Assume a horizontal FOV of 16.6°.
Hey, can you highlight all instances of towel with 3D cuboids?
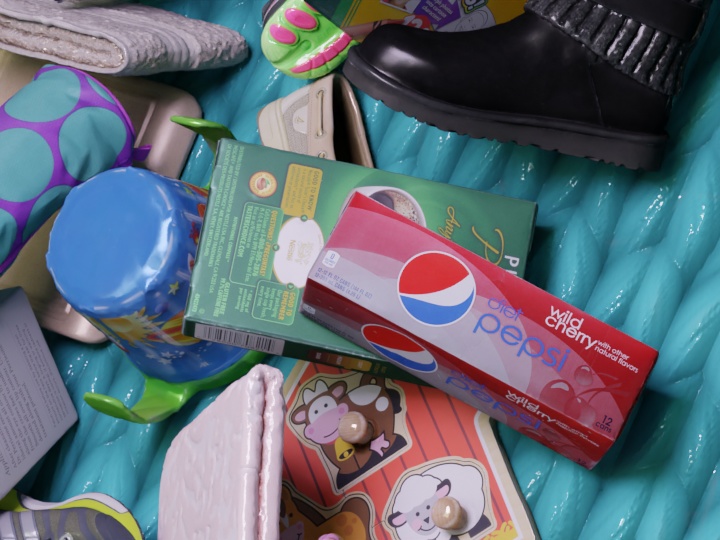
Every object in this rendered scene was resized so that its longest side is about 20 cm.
[{"bbox_3d":[-0.188,-0.167,1.692,0.199,0.132,0.035,16,107,35],"label":"towel"},{"bbox_3d":[-0.086,0.171,1.488,0.200,0.032,0.192,139,135,-64],"label":"towel"}]

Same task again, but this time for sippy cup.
[{"bbox_3d":[-0.129,-0.003,1.582,0.139,0.130,0.178,-25,65,18],"label":"sippy cup"}]

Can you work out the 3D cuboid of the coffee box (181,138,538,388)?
[{"bbox_3d":[0.000,0.000,1.491,0.199,0.044,0.123,10,70,-2],"label":"coffee box"}]

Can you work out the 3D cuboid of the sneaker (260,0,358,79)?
[{"bbox_3d":[0.012,-0.208,1.609,0.200,0.077,0.084,-34,32,1],"label":"sneaker"}]

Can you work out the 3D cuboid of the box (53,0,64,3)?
[{"bbox_3d":[-0.141,-0.305,1.680,0.182,0.104,0.200,-20,33,24],"label":"box"}]

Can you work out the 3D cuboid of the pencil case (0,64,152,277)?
[{"bbox_3d":[-0.233,-0.044,1.600,0.092,0.085,0.200,42,66,0],"label":"pencil case"}]

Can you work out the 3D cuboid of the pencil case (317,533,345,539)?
[{"bbox_3d":[0.048,0.219,1.409,0.199,0.086,0.083,20,97,27],"label":"pencil case"}]

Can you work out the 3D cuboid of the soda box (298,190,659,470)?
[{"bbox_3d":[0.066,0.035,1.425,0.199,0.070,0.064,28,70,3],"label":"soda box"}]

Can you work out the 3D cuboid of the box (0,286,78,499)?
[{"bbox_3d":[-0.307,0.110,1.609,0.152,0.107,0.200,-10,22,30],"label":"box"}]

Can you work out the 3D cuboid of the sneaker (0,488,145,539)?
[{"bbox_3d":[-0.215,0.187,1.590,0.199,0.081,0.074,1,114,38],"label":"sneaker"}]

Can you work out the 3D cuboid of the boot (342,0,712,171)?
[{"bbox_3d":[0.106,-0.157,1.459,0.079,0.210,0.158,-106,28,-71],"label":"boot"}]

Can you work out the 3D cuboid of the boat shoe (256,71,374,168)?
[{"bbox_3d":[-0.009,-0.041,1.566,0.065,0.072,0.201,-33,52,20],"label":"boat shoe"}]

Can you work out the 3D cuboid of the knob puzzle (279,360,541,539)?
[{"bbox_3d":[-0.002,0.127,1.521,0.219,0.030,0.221,-12,66,29],"label":"knob puzzle"}]

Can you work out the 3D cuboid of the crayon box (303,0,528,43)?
[{"bbox_3d":[0.043,-0.185,1.506,0.119,0.200,0.058,-42,53,13],"label":"crayon box"}]

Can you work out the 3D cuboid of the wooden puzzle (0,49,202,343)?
[{"bbox_3d":[-0.220,-0.057,1.730,0.199,0.037,0.186,18,82,30],"label":"wooden puzzle"}]
